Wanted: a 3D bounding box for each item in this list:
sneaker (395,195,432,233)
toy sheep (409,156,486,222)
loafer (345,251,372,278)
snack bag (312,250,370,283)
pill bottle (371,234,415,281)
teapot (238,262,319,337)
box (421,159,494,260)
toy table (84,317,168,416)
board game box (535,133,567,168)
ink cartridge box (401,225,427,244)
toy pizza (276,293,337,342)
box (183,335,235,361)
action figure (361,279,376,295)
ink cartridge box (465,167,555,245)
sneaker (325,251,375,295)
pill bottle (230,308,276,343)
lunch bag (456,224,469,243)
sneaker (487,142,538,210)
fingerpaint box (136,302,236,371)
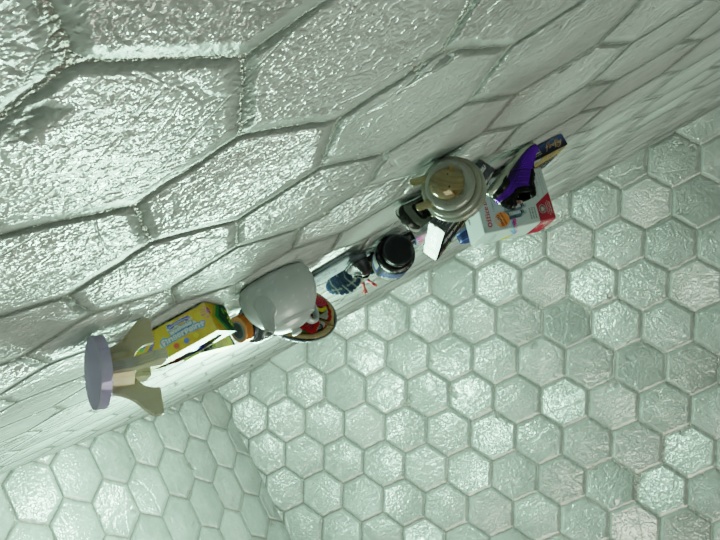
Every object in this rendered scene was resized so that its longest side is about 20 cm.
[{"bbox_3d":[0.149,-0.146,1.483,0.200,0.074,0.079,-30,167,-50],"label":"sneaker"},{"bbox_3d":[0.180,-0.156,1.258,0.138,0.138,0.200,-31,169,21],"label":"toy sheep"},{"bbox_3d":[0.000,0.000,1.776,0.072,0.063,0.200,-28,172,-3],"label":"loafer"},{"bbox_3d":[-0.075,-0.001,1.813,0.188,0.021,0.200,-31,173,15],"label":"snack bag"},{"bbox_3d":[0.094,-0.038,1.830,0.112,0.112,0.200,-27,174,-9],"label":"pill bottle"},{"bbox_3d":[-0.176,0.083,1.510,0.199,0.146,0.197,-26,173,-24],"label":"teapot"},{"bbox_3d":[0.219,-0.136,1.472,0.200,0.049,0.161,-51,165,-19],"label":"box"},{"bbox_3d":[-0.430,0.182,1.182,0.117,0.185,0.200,-5,173,-32],"label":"toy table"},{"bbox_3d":[0.463,-0.292,1.749,0.135,0.035,0.200,-28,173,-5],"label":"board game box"},{"bbox_3d":[0.165,-0.100,1.989,0.094,0.037,0.200,-28,175,3],"label":"ink cartridge box"},{"bbox_3d":[-0.155,0.103,1.648,0.200,0.200,0.032,-23,142,-39],"label":"toy pizza"},{"bbox_3d":[-0.395,0.179,1.651,0.050,0.076,0.200,-29,174,11],"label":"box"},{"bbox_3d":[0.054,0.019,2.175,0.199,0.099,0.065,-26,172,1],"label":"action figure"},{"bbox_3d":[0.384,-0.166,1.724,0.199,0.146,0.145,-13,171,-6],"label":"ink cartridge box"},{"bbox_3d":[-0.012,0.015,1.973,0.199,0.077,0.085,-28,177,2],"label":"sneaker"},{"bbox_3d":[-0.250,0.128,1.711,0.106,0.107,0.200,-34,171,40],"label":"pill bottle"},{"bbox_3d":[0.335,-0.149,1.889,0.136,0.133,0.200,-31,173,21],"label":"lunch bag"},{"bbox_3d":[0.386,-0.217,1.553,0.200,0.099,0.070,-49,177,-24],"label":"sneaker"},{"bbox_3d":[-0.397,0.152,1.445,0.199,0.074,0.167,-28,173,0],"label":"fingerpaint box"}]
